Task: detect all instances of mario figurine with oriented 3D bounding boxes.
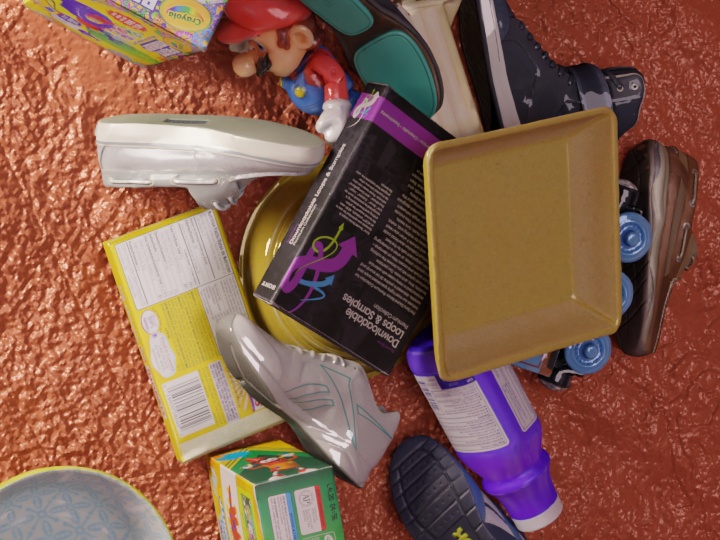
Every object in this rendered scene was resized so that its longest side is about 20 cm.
[{"bbox_3d":[-0.058,-0.157,1.513,0.200,0.123,0.106,50,49,-30],"label":"mario figurine"}]

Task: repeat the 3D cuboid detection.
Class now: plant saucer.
[{"bbox_3d":[0.128,-0.027,1.511,0.199,0.048,0.202,-14,109,-32],"label":"plant saucer"}]

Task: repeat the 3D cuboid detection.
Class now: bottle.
[{"bbox_3d":[0.116,0.137,1.586,0.065,0.083,0.201,-43,112,-38],"label":"bottle"}]

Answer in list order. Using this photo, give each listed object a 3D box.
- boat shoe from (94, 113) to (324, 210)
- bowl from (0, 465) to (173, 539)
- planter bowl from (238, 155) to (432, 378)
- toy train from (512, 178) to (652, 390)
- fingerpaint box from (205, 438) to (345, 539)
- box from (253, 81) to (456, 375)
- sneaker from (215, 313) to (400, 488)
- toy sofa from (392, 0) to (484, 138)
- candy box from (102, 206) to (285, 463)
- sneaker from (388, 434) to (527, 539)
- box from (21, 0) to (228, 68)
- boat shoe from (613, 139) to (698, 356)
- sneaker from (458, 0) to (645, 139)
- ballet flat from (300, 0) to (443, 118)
[{"bbox_3d":[-0.124,-0.087,1.487,0.199,0.070,0.072,6,107,17],"label":"boat shoe"},{"bbox_3d":[-0.253,0.252,1.466,0.199,0.108,0.202,-1,93,-20],"label":"bowl"},{"bbox_3d":[0.000,0.000,1.562,0.199,0.083,0.202,-1,93,-20],"label":"planter bowl"},{"bbox_3d":[0.183,0.006,1.622,0.114,0.087,0.201,18,95,-17],"label":"toy train"},{"bbox_3d":[-0.061,0.254,1.506,0.073,0.167,0.202,-11,96,-18],"label":"fingerpaint box"},{"bbox_3d":[0.014,-0.032,1.483,0.143,0.036,0.201,34,81,-36],"label":"box"},{"bbox_3d":[-0.045,0.096,1.536,0.080,0.070,0.200,-49,117,-13],"label":"sneaker"},{"bbox_3d":[0.066,-0.141,1.578,0.097,0.083,0.201,-22,98,-16],"label":"toy sofa"},{"bbox_3d":[-0.141,0.053,1.542,0.102,0.026,0.201,-21,100,-22],"label":"candy box"},{"bbox_3d":[0.098,0.234,1.621,0.074,0.082,0.200,-38,87,11],"label":"sneaker"},{"bbox_3d":[-0.159,-0.277,1.428,0.121,0.200,0.194,26,83,-19],"label":"box"},{"bbox_3d":[0.279,-0.018,1.672,0.071,0.076,0.202,7,92,-23],"label":"boat shoe"},{"bbox_3d":[0.173,-0.189,1.613,0.145,0.077,0.204,-18,109,-7],"label":"sneaker"},{"bbox_3d":[0.009,-0.206,1.468,0.073,0.073,0.200,-53,128,-11],"label":"ballet flat"}]
